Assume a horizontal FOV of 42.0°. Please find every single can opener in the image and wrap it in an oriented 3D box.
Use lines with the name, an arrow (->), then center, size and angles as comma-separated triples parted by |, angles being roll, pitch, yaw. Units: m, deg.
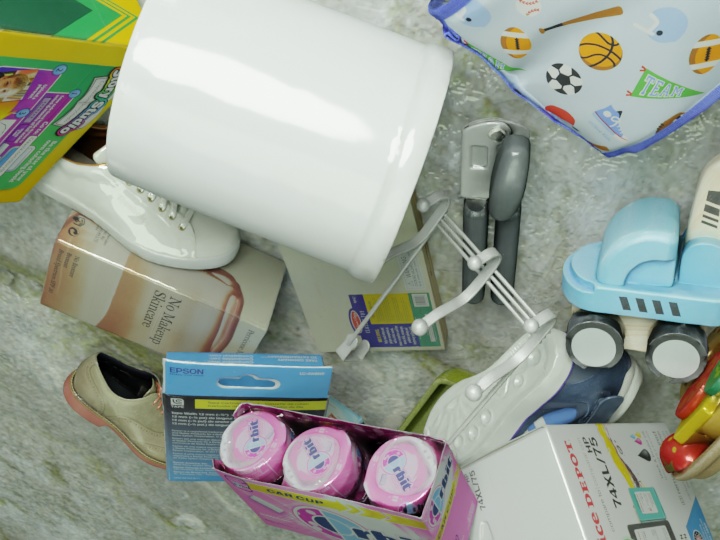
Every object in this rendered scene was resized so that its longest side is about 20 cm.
can opener -> 0.105, -0.039, 0.761 | 0.052, 0.067, 0.202 | 4, 141, 8

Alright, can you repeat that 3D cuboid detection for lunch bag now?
lunch bag -> 0.159, -0.180, 0.557 | 0.169, 0.125, 0.200 | 31, 126, -20

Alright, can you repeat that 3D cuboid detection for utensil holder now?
utensil holder -> -0.056, -0.105, 0.652 | 0.197, 0.172, 0.171 | 19, 137, -5

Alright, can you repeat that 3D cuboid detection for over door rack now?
over door rack -> 0.055, 0.060, 0.766 | 0.066, 0.148, 0.202 | -12, 142, -42

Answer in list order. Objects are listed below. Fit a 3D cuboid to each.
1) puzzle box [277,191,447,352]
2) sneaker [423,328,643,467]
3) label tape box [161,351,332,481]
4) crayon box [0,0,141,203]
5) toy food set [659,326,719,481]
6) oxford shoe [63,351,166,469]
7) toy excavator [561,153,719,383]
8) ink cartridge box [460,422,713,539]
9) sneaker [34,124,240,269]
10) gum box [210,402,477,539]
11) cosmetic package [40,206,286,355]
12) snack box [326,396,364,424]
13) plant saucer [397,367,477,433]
puzzle box -> 0.000, 0.000, 0.850 | 0.130, 0.026, 0.202 | -2, 135, 15
sneaker -> 0.166, 0.132, 0.858 | 0.145, 0.082, 0.200 | 17, 132, -32
label tape box -> -0.104, 0.117, 0.842 | 0.140, 0.067, 0.202 | 2, 139, -8
crayon box -> -0.264, -0.122, 0.660 | 0.199, 0.172, 0.059 | -36, 80, 28
toy food set -> 0.299, 0.076, 0.737 | 0.048, 0.200, 0.199 | 35, 139, 13
oxford shoe -> -0.230, 0.161, 1.043 | 0.198, 0.071, 0.075 | 32, 128, -21
toy excavator -> 0.253, -0.024, 0.719 | 0.191, 0.100, 0.203 | 6, 122, 18
ink cartridge box -> 0.189, 0.229, 0.822 | 0.198, 0.149, 0.145 | 7, 146, -43
sneaker -> -0.187, -0.069, 0.790 | 0.197, 0.074, 0.085 | 26, 138, -11
gum box -> -0.015, 0.175, 0.767 | 0.197, 0.067, 0.114 | 6, 147, 27
cosmetic package -> -0.180, 0.012, 0.862 | 0.197, 0.088, 0.104 | 22, 135, -10
snack box -> -0.028, 0.203, 1.018 | 0.115, 0.037, 0.202 | 29, 149, 38
plant saucer -> 0.132, 0.181, 0.987 | 0.197, 0.048, 0.201 | 21, 136, -9
